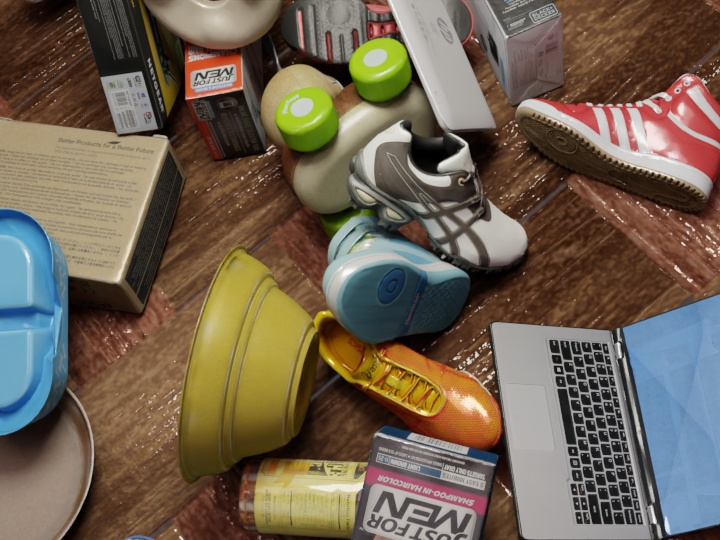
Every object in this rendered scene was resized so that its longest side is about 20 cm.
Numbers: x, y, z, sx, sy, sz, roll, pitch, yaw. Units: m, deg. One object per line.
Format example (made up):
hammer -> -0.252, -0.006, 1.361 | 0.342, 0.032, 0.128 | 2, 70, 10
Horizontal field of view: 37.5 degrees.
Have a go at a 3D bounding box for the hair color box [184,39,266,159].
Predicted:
hair color box -> -0.141, -0.233, 1.106 | 0.063, 0.111, 0.203 | -9, 62, 4

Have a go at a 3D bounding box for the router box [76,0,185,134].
router box -> -0.230, -0.263, 1.059 | 0.051, 0.203, 0.158 | -6, 33, 7

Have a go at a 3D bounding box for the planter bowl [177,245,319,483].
planter bowl -> -0.083, 0.087, 0.894 | 0.082, 0.201, 0.203 | 11, 66, 6

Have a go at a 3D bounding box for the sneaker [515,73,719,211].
sneaker -> 0.255, -0.145, 1.017 | 0.198, 0.071, 0.114 | 25, 74, 12

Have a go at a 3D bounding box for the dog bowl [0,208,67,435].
dog bowl -> -0.319, 0.048, 0.969 | 0.109, 0.050, 0.204 | -5, 80, 12

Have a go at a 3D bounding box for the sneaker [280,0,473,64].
sneaker -> 0.016, -0.238, 1.097 | 0.196, 0.087, 0.075 | 1, 84, 2

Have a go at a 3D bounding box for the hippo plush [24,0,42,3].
hippo plush -> -0.281, -0.364, 1.202 | 0.159, 0.159, 0.202 | 28, 85, -10

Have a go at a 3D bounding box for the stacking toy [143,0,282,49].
stacking toy -> -0.126, -0.329, 1.034 | 0.143, 0.147, 0.202 | 5, 48, 12

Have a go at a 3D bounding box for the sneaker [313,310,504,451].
sneaker -> 0.034, 0.100, 0.922 | 0.198, 0.077, 0.074 | 28, 100, 26

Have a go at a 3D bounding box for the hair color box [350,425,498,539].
hair color box -> 0.039, 0.234, 0.827 | 0.098, 0.060, 0.204 | 12, 90, 10

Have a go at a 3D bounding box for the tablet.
tablet -> 0.066, -0.223, 0.993 | 0.014, 0.130, 0.203 | -24, 86, 28

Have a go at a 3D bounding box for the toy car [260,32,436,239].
toy car -> -0.034, -0.160, 1.036 | 0.157, 0.165, 0.200 | -34, 51, -8

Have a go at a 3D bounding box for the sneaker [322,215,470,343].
sneaker -> 0.000, 0.000, 0.938 | 0.130, 0.199, 0.080 | 34, 102, 30

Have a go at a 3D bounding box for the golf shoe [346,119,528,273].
golf shoe -> 0.086, -0.065, 0.948 | 0.198, 0.095, 0.079 | 22, 40, -27

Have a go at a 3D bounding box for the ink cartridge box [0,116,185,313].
ink cartridge box -> -0.294, -0.056, 1.065 | 0.196, 0.075, 0.167 | 8, 64, 14

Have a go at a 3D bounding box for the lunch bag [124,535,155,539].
lunch bag -> -0.139, 0.315, 0.836 | 0.197, 0.083, 0.163 | 15, 68, 27

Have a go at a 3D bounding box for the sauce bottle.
sauce bottle -> -0.003, 0.195, 0.898 | 0.196, 0.066, 0.067 | 1, 64, 8

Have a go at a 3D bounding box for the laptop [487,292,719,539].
laptop -> 0.226, 0.112, 0.864 | 0.196, 0.116, 0.190 | 5, 60, -19

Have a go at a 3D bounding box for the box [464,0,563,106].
box -> 0.139, -0.285, 1.083 | 0.059, 0.117, 0.202 | -22, 63, 1

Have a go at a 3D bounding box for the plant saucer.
plant saucer -> -0.334, 0.189, 0.975 | 0.196, 0.032, 0.204 | -4, 64, 8
